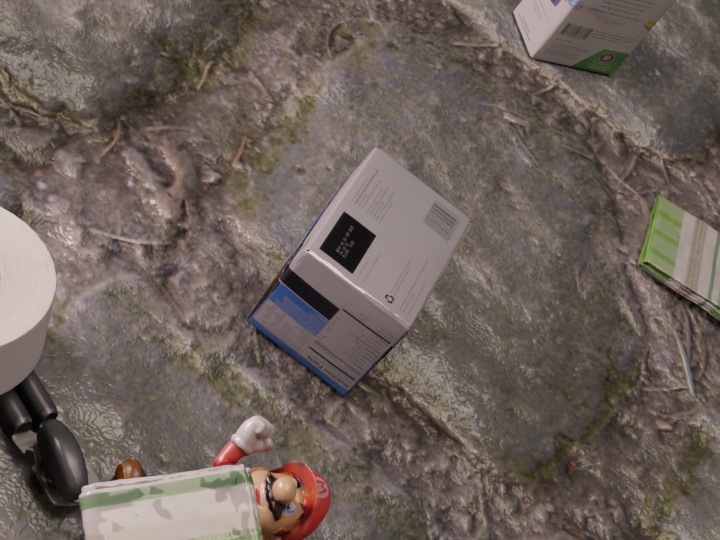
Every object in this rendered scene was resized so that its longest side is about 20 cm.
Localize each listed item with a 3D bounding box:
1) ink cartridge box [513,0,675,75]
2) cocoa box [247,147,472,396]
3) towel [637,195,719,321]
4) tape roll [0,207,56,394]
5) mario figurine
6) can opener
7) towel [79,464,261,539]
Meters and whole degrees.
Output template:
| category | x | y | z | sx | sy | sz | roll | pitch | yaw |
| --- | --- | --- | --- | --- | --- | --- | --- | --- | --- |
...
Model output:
| category | x | y | z | sx | sy | sz | roll | pitch | yaw |
| --- | --- | --- | --- | --- | --- | --- | --- | --- | --- |
| ink cartridge box | 0.318 | -0.360 | 2.298 | 0.145 | 0.200 | 0.088 | 8 | 51 | -32 |
| cocoa box | 0.000 | 0.000 | 1.795 | 0.133 | 0.131 | 0.200 | 38 | 41 | -5 |
| towel | 0.439 | 0.004 | 2.211 | 0.200 | 0.031 | 0.149 | 32 | 39 | -7 |
| tape roll | -0.364 | 0.022 | 1.510 | 0.202 | 0.071 | 0.203 | 12 | 42 | -11 |
| mario figurine | -0.113 | 0.198 | 1.549 | 0.200 | 0.124 | 0.106 | -1 | 15 | -30 |
| can opener | -0.285 | 0.118 | 1.534 | 0.053 | 0.067 | 0.200 | -17 | 62 | -43 |
| towel | -0.148 | 0.269 | 1.465 | 0.149 | 0.031 | 0.200 | -6 | 75 | -19 |
